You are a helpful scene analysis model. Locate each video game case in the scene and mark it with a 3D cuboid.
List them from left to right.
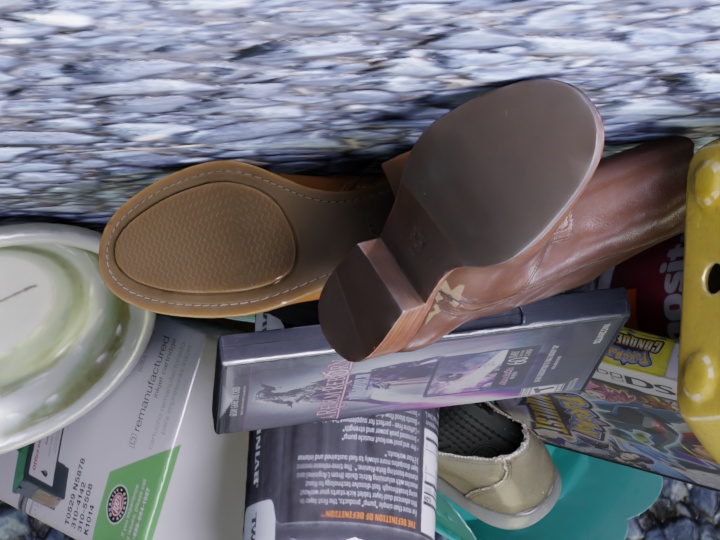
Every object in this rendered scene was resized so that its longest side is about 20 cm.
[{"bbox_3d":[0.026,0.047,1.325,0.199,0.019,0.143,-8,164,-7],"label":"video game case"},{"bbox_3d":[0.155,0.076,1.487,0.180,0.026,0.200,14,162,19],"label":"video game case"}]

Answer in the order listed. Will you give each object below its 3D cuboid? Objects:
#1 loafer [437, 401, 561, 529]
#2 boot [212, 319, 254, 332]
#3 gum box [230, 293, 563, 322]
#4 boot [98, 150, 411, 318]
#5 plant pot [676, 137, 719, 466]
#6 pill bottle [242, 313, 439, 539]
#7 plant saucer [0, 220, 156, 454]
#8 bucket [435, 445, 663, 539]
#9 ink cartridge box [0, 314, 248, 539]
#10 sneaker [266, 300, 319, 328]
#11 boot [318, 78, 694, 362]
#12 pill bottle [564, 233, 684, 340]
[{"bbox_3d":[0.031,0.074,1.535,0.199,0.075,0.070,26,150,22],"label":"loafer"},{"bbox_3d":[-0.084,0.066,1.773,0.075,0.074,0.200,-8,172,-4],"label":"boot"},{"bbox_3d":[0.000,0.000,1.547,0.199,0.045,0.170,-4,174,20],"label":"gum box"},{"bbox_3d":[-0.013,-0.010,1.271,0.199,0.077,0.155,-17,165,9],"label":"boot"},{"bbox_3d":[0.242,0.015,1.093,0.199,0.197,0.194,9,170,-32],"label":"plant pot"},{"bbox_3d":[-0.010,0.111,1.432,0.106,0.201,0.106,3,161,1],"label":"pill bottle"},{"bbox_3d":[-0.214,0.029,1.462,0.199,0.050,0.201,-17,145,-12],"label":"plant saucer"},{"bbox_3d":[0.100,0.093,1.777,0.206,0.208,0.135,1,-178,-29],"label":"bucket"},{"bbox_3d":[-0.142,0.089,1.580,0.084,0.147,0.200,16,-179,-43],"label":"ink cartridge box"},{"bbox_3d":[-0.019,0.007,1.377,0.199,0.091,0.076,-3,177,18],"label":"sneaker"},{"bbox_3d":[0.097,-0.036,1.133,0.199,0.064,0.186,-15,162,-43],"label":"boot"},{"bbox_3d":[0.207,0.021,1.500,0.113,0.114,0.200,1,173,-33],"label":"pill bottle"}]
